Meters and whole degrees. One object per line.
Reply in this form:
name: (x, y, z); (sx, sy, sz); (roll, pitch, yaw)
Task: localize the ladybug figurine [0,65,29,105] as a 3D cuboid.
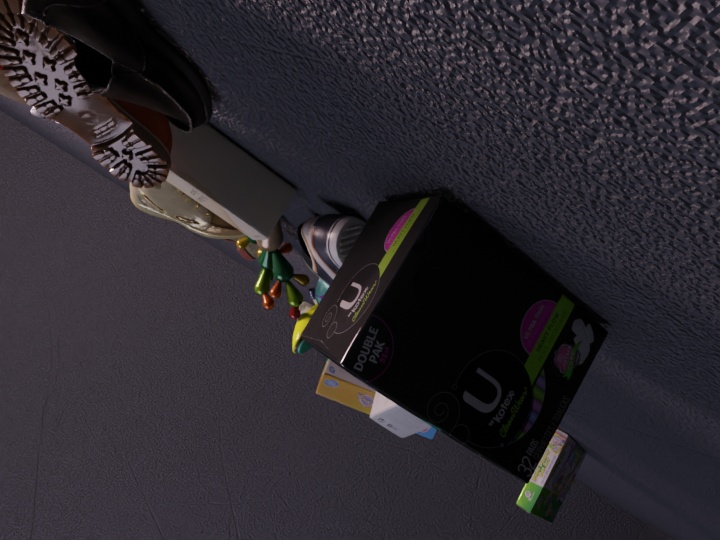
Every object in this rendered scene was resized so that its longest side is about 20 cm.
ladybug figurine: (-0.333, -0.235, 0.514); (0.200, 0.071, 0.137); (49, -163, -48)

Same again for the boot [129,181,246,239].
boot: (-0.241, -0.117, 0.845); (0.197, 0.074, 0.156); (18, 159, -9)

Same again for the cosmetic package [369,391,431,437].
cosmetic package: (0.103, 0.150, 0.807); (0.074, 0.103, 0.199); (34, 139, -19)

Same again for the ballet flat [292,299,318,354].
ballet flat: (-0.070, 0.072, 1.035); (0.067, 0.200, 0.067); (33, 138, 19)

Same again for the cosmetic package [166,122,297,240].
cosmetic package: (-0.184, -0.122, 0.703); (0.199, 0.074, 0.103); (36, 170, -17)

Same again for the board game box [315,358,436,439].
board game box: (0.036, 0.184, 0.966); (0.197, 0.041, 0.153); (22, -159, 0)

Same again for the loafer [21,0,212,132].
loafer: (-0.198, -0.172, 0.478); (0.072, 0.072, 0.200); (27, 170, 28)

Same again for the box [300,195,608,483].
box: (0.076, 0.054, 0.501); (0.199, 0.150, 0.124); (35, 172, -19)

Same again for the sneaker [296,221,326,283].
sneaker: (-0.005, 0.011, 0.786); (0.198, 0.075, 0.106); (32, 174, 11)

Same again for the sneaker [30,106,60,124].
sneaker: (-0.449, -0.246, 0.932); (0.115, 0.076, 0.199); (41, 164, -34)

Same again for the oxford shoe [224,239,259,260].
oxford shoe: (-0.220, -0.082, 1.133); (0.073, 0.072, 0.200); (0, 159, 17)

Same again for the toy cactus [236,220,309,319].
toy cactus: (-0.145, -0.031, 0.985); (0.166, 0.101, 0.202); (103, 146, -52)

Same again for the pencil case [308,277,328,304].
pencil case: (0.010, 0.051, 0.924); (0.199, 0.085, 0.094); (23, 139, 44)

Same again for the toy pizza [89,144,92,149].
toy pizza: (-0.308, -0.171, 0.886); (0.196, 0.032, 0.201); (11, 161, 4)

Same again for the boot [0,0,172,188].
boot: (-0.247, -0.181, 0.541); (0.074, 0.109, 0.201); (-12, 143, 18)

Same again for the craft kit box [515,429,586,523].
craft kit box: (0.468, 0.503, 1.421); (0.048, 0.202, 0.197); (22, 168, 43)

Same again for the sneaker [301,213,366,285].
sneaker: (0.000, 0.000, 0.717); (0.079, 0.079, 0.201); (18, 153, 41)
